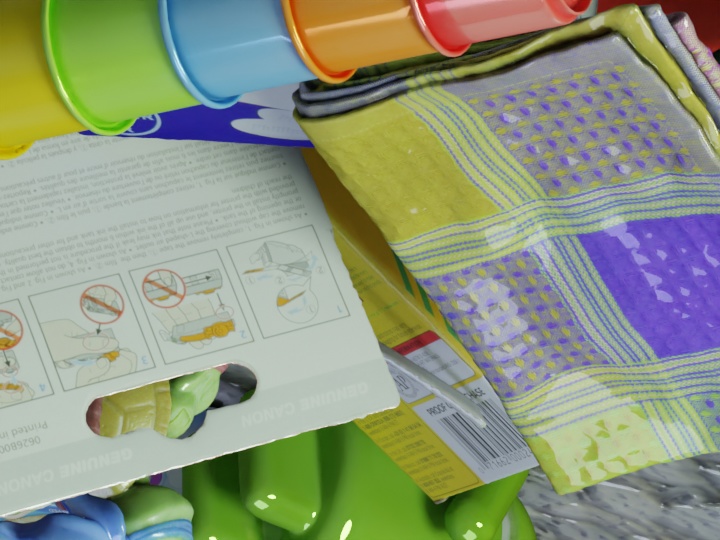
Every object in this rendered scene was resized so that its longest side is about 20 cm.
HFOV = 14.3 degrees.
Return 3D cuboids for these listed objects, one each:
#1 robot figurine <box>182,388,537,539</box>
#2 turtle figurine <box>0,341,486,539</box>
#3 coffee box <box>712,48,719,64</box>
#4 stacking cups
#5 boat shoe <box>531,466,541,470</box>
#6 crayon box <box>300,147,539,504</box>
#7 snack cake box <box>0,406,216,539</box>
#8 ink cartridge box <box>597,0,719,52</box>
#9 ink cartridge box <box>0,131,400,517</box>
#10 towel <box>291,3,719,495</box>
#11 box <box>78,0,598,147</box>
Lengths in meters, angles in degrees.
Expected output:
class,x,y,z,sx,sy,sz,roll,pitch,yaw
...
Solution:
class,x,y,z,sx,sy,sz,roll,pitch,yaw
robot figurine,0.005,0.133,1.416,0.200,0.116,0.175,29,127,-34
turtle figurine,-0.097,0.027,1.099,0.200,0.194,0.144,-15,165,-45
coffee box,0.160,-0.059,0.943,0.200,0.123,0.044,-29,103,42
stacking cups,-0.031,-0.077,0.837,0.199,0.061,0.060,-10,148,29
boat shoe,0.068,0.048,1.284,0.072,0.060,0.202,6,154,9
crayon box,0.000,0.000,1.150,0.200,0.051,0.127,45,155,-9
snack cake box,-0.165,0.112,1.495,0.199,0.067,0.115,5,153,11
ink cartridge box,0.143,-0.042,1.097,0.199,0.044,0.174,16,155,-11
ink cartridge box,-0.095,-0.014,1.006,0.162,0.200,0.050,-14,160,-22
towel,0.077,-0.003,0.931,0.143,0.023,0.200,-11,130,33
box,-0.023,-0.130,0.912,0.183,0.105,0.200,3,153,13
